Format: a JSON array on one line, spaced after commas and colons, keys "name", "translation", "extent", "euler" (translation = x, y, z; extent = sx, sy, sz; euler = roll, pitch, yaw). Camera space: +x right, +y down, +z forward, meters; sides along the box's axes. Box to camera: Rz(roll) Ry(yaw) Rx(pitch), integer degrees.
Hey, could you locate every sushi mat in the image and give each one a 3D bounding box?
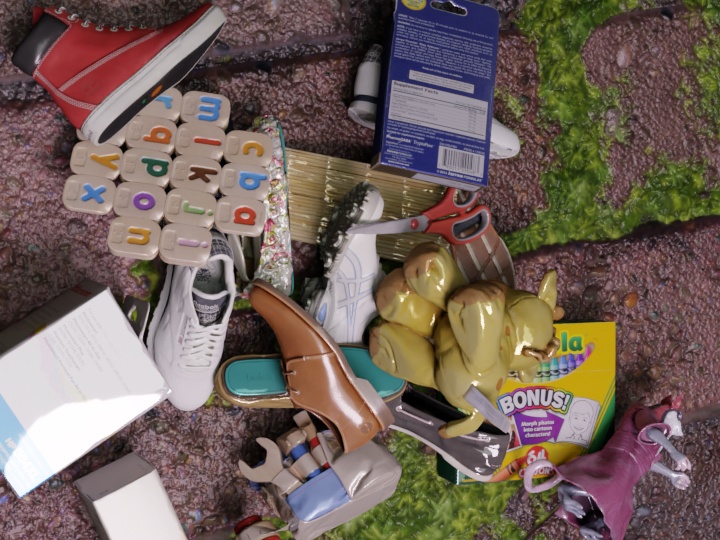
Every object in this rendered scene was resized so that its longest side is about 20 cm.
[{"name": "sushi mat", "translation": [0.001, -0.066, 1.468], "extent": [0.200, 0.012, 0.096], "euler": [12, 93, 0]}]

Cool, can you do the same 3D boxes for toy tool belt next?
[{"name": "toy tool belt", "translation": [-0.064, 0.214, 1.461], "extent": [0.200, 0.125, 0.123], "euler": [-25, 65, -21]}]

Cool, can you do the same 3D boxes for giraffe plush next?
[{"name": "giraffe plush", "translation": [0.130, 0.059, 1.417], "extent": [0.162, 0.173, 0.200], "euler": [-24, 71, -44]}]

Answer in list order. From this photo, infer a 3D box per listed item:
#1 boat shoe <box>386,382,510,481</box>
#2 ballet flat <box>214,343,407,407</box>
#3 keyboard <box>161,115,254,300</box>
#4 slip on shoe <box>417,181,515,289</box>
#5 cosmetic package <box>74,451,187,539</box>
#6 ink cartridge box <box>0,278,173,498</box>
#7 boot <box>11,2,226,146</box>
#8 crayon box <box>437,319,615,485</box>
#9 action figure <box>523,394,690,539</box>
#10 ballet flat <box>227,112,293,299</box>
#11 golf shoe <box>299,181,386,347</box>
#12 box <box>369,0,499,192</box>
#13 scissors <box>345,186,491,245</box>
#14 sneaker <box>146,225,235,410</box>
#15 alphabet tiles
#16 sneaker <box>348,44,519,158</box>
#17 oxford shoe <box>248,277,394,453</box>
[{"name": "boat shoe", "translation": [0.068, 0.149, 1.485], "extent": [0.200, 0.067, 0.057], "euler": [30, 110, 8]}, {"name": "ballet flat", "translation": [-0.053, 0.113, 1.451], "extent": [0.200, 0.063, 0.069], "euler": [2, 71, -12]}, {"name": "keyboard", "translation": [-0.160, -0.062, 1.432], "extent": [0.104, 0.040, 0.200], "euler": [-14, 98, -20]}, {"name": "slip on shoe", "translation": [0.108, -0.031, 1.513], "extent": [0.076, 0.061, 0.200], "euler": [-27, 96, -14]}, {"name": "cosmetic package", "translation": [-0.209, 0.293, 1.404], "extent": [0.073, 0.104, 0.200], "euler": [-25, 103, -18]}, {"name": "ink cartridge box", "translation": [-0.285, 0.102, 1.348], "extent": [0.200, 0.129, 0.125], "euler": [-33, 105, -15]}, {"name": "boot", "translation": [-0.240, -0.235, 1.379], "extent": [0.144, 0.072, 0.200], "euler": [45, 63, 3]}, {"name": "crayon box", "translation": [0.187, 0.144, 1.566], "extent": [0.200, 0.058, 0.173], "euler": [-2, 94, -21]}, {"name": "action figure", "translation": [0.290, 0.210, 1.547], "extent": [0.149, 0.134, 0.200], "euler": [28, 64, 20]}, {"name": "ballet flat", "translation": [-0.106, -0.062, 1.424], "extent": [0.064, 0.076, 0.200], "euler": [-5, 89, -31]}, {"name": "golf shoe", "translation": [0.000, 0.000, 1.444], "extent": [0.097, 0.078, 0.200], "euler": [14, 123, -13]}, {"name": "box", "translation": [0.079, -0.188, 1.437], "extent": [0.121, 0.032, 0.200], "euler": [11, 75, -17]}, {"name": "scissors", "translation": [0.064, -0.042, 1.417], "extent": [0.200, 0.014, 0.073], "euler": [-27, 111, -40]}, {"name": "sneaker", "translation": [-0.165, 0.056, 1.401], "extent": [0.076, 0.080, 0.200], "euler": [-3, 113, -25]}, {"name": "alphabet tiles", "translation": [-0.187, -0.096, 1.370], "extent": [0.195, 0.015, 0.200], "euler": [7, 59, -5]}, {"name": "sneaker", "translation": [0.088, -0.175, 1.495], "extent": [0.200, 0.076, 0.081], "euler": [18, 79, -22]}, {"name": "oxford shoe", "translation": [-0.053, 0.095, 1.384], "extent": [0.071, 0.071, 0.200], "euler": [-39, 93, -11]}]
